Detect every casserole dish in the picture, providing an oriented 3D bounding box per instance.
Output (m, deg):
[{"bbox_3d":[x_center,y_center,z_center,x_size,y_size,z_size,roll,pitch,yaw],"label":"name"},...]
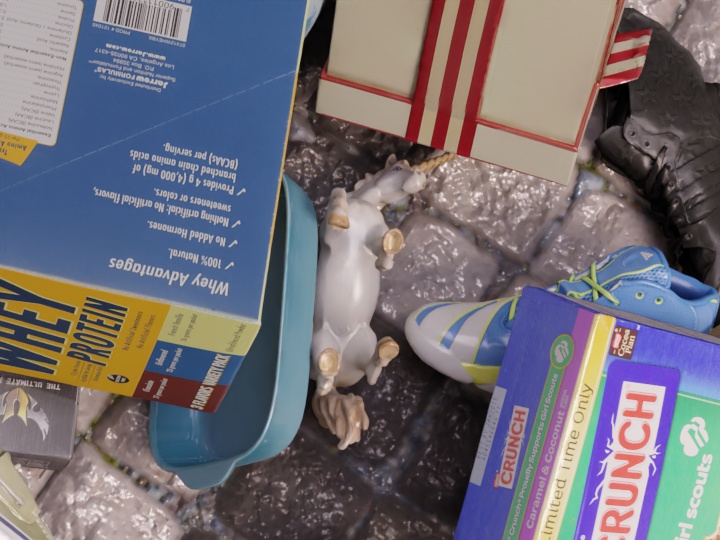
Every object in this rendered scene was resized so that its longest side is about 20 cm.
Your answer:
[{"bbox_3d":[-0.070,0.032,1.369,0.039,0.121,0.201,19,67,-37],"label":"casserole dish"}]

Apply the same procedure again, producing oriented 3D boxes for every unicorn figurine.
[{"bbox_3d":[0.000,0.000,1.396,0.074,0.137,0.201,24,88,-5],"label":"unicorn figurine"}]

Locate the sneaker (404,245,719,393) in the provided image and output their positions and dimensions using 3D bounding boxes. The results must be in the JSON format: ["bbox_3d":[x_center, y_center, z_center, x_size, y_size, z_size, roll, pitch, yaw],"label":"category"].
[{"bbox_3d":[0.129,0.022,1.421,0.199,0.076,0.105,10,116,-22],"label":"sneaker"}]

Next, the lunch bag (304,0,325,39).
[{"bbox_3d":[-0.060,-0.224,1.405,0.127,0.170,0.200,28,72,-5],"label":"lunch bag"}]

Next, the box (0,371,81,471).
[{"bbox_3d":[-0.258,0.025,1.352,0.199,0.048,0.159,8,73,-12],"label":"box"}]

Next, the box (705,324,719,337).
[{"bbox_3d":[0.227,0.118,1.432,0.200,0.021,0.164,-31,113,-21],"label":"box"}]

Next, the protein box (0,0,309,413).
[{"bbox_3d":[-0.147,-0.055,1.268,0.198,0.135,0.201,12,64,-10],"label":"protein box"}]

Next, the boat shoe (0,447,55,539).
[{"bbox_3d":[-0.213,0.124,1.294,0.200,0.072,0.062,50,58,-31],"label":"boat shoe"}]

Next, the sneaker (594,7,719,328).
[{"bbox_3d":[0.192,-0.065,1.490,0.104,0.060,0.201,13,68,-12],"label":"sneaker"}]

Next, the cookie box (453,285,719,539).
[{"bbox_3d":[0.164,0.116,1.335,0.199,0.075,0.172,14,92,-34],"label":"cookie box"}]

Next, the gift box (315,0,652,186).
[{"bbox_3d":[0.088,-0.179,1.410,0.184,0.187,0.200,20,49,9],"label":"gift box"}]
